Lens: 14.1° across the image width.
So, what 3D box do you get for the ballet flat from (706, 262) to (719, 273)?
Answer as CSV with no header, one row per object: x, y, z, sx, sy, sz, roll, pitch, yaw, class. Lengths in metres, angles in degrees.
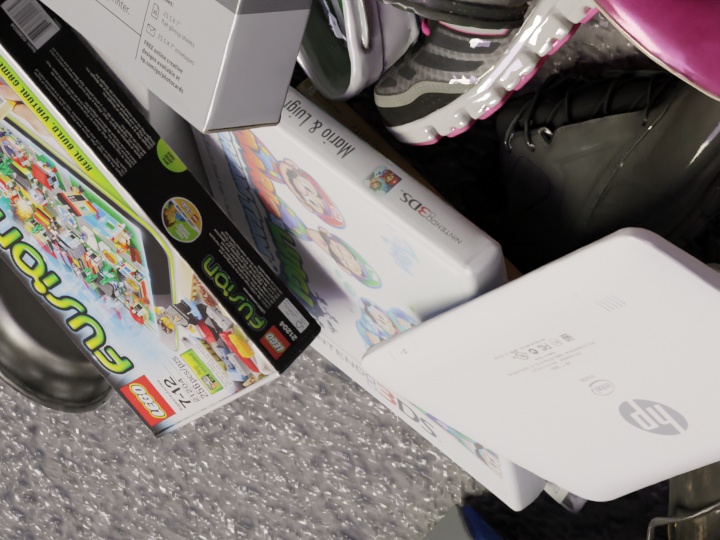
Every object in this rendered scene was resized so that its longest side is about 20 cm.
0.178,0.031,1.149,0.199,0.072,0.072,19,140,-4,ballet flat

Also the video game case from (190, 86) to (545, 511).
0.000,0.000,1.251,0.182,0.024,0.200,38,160,28,video game case

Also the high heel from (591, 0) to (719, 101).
0.175,-0.094,1.036,0.199,0.067,0.096,29,116,-1,high heel

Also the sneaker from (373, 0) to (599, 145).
0.054,-0.126,1.128,0.087,0.074,0.200,43,137,-3,sneaker

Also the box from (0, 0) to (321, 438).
-0.116,-0.025,1.263,0.200,0.035,0.110,50,143,-8,box

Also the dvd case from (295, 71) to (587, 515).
0.038,0.014,1.259,0.200,0.016,0.149,44,162,9,dvd case

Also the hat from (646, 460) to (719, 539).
0.172,0.106,1.228,0.200,0.200,0.081,-35,61,51,hat

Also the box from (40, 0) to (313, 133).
-0.064,-0.174,1.045,0.156,0.041,0.201,40,124,36,box

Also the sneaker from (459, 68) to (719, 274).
0.102,-0.045,1.165,0.091,0.076,0.200,46,141,-1,sneaker

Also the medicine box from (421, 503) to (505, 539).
0.088,0.223,1.337,0.200,0.103,0.182,44,-178,-6,medicine box

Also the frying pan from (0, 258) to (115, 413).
-0.187,-0.008,1.472,0.190,0.031,0.115,52,140,-8,frying pan

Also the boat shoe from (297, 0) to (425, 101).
-0.029,-0.161,1.167,0.073,0.067,0.201,-11,119,44,boat shoe

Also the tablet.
0.098,0.042,1.129,0.130,0.014,0.200,30,152,-20,tablet

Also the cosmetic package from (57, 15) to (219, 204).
-0.088,-0.053,1.307,0.050,0.083,0.201,24,138,24,cosmetic package

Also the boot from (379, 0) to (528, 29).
0.001,-0.184,1.061,0.200,0.068,0.131,39,114,27,boot
